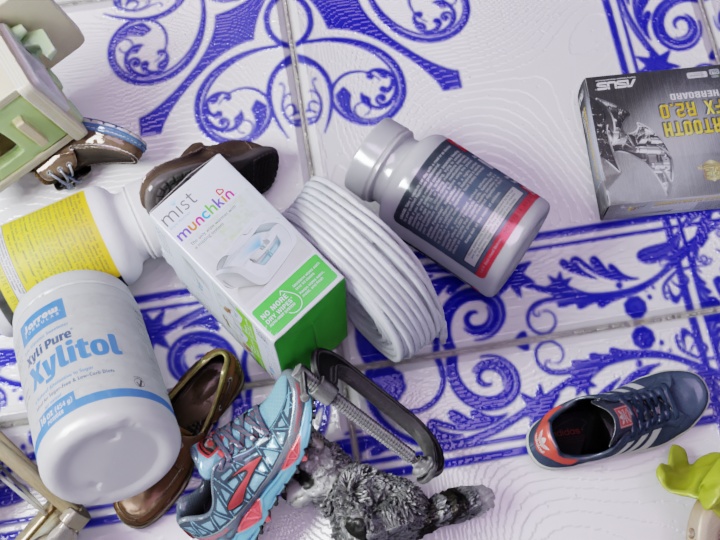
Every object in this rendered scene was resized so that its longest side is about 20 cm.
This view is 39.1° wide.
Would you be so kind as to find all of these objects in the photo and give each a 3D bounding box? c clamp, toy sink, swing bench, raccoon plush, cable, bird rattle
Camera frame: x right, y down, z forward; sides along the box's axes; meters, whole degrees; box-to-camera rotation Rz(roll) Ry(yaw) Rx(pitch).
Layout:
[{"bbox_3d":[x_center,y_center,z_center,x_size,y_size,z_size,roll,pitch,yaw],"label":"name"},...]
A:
[{"bbox_3d":[0.010,0.143,0.973,0.200,0.171,0.027,37,101,-17],"label":"c clamp"},{"bbox_3d":[-0.368,-0.178,1.047,0.199,0.130,0.112,-36,72,0],"label":"toy sink"},{"bbox_3d":[-0.392,0.255,0.972,0.200,0.130,0.199,40,75,7],"label":"swing bench"},{"bbox_3d":[0.019,0.213,1.022,0.199,0.097,0.135,-5,54,-32],"label":"raccoon plush"},{"bbox_3d":[0.000,0.000,1.012,0.069,0.200,0.200,-42,72,-10],"label":"cable"},{"bbox_3d":[0.361,0.265,0.977,0.162,0.113,0.202,10,74,-13],"label":"bird rattle"}]

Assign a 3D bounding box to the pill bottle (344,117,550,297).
[{"bbox_3d":[0.088,-0.073,1.078,0.199,0.120,0.120,34,75,11],"label":"pill bottle"}]

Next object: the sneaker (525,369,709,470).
[{"bbox_3d":[0.267,0.149,1.020,0.199,0.085,0.075,-21,72,-7],"label":"sneaker"}]

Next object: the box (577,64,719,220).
[{"bbox_3d":[0.356,-0.146,1.138,0.198,0.048,0.160,-5,71,-1],"label":"box"}]

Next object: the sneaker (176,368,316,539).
[{"bbox_3d":[-0.113,0.180,0.971,0.095,0.079,0.201,23,99,-23],"label":"sneaker"}]

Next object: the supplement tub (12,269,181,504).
[{"bbox_3d":[-0.258,0.110,0.979,0.131,0.132,0.200,-24,48,-7],"label":"supplement tub"}]

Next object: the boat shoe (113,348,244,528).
[{"bbox_3d":[-0.191,0.165,1.028,0.072,0.068,0.201,27,75,8],"label":"boat shoe"}]

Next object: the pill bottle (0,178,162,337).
[{"bbox_3d":[-0.303,-0.019,1.068,0.199,0.113,0.113,-25,73,-7],"label":"pill bottle"}]

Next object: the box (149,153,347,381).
[{"bbox_3d":[-0.107,0.011,1.010,0.097,0.200,0.176,-42,75,-13],"label":"box"}]

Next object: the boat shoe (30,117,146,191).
[{"bbox_3d":[-0.336,-0.128,1.133,0.198,0.072,0.073,5,76,13],"label":"boat shoe"}]

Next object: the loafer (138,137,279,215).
[{"bbox_3d":[-0.169,-0.096,1.081,0.071,0.200,0.074,24,115,24],"label":"loafer"}]
